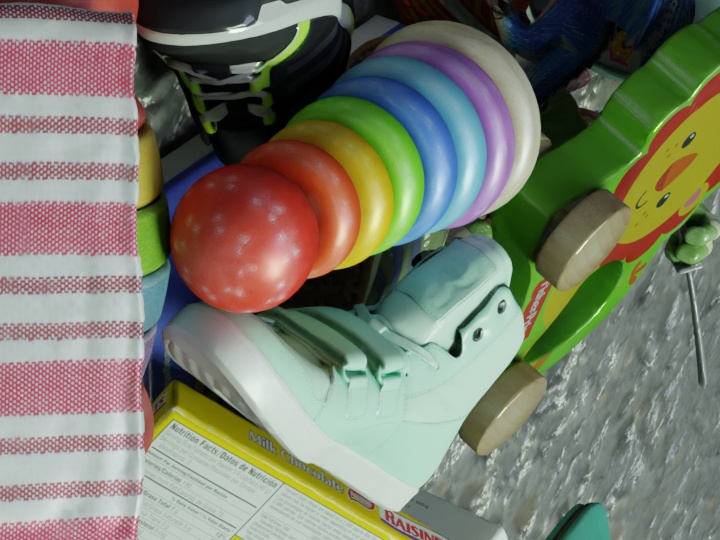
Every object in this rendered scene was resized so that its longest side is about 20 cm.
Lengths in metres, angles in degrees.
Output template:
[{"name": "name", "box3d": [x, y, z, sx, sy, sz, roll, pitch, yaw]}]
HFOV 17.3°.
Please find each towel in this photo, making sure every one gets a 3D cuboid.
[{"name": "towel", "box3d": [-0.145, 0.012, 0.782, 0.146, 0.030, 0.200, -1, 93, -22]}]

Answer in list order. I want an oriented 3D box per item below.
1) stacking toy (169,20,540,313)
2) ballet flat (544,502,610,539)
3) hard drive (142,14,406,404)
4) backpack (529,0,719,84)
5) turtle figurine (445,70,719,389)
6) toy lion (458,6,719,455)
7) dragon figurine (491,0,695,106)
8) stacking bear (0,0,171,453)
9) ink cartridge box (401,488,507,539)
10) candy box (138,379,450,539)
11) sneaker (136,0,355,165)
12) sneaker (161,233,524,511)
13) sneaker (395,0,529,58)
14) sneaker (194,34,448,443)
[{"name": "stacking toy", "box3d": [-0.005, -0.033, 0.916, 0.200, 0.085, 0.086, -36, 140, -56]}, {"name": "ballet flat", "box3d": [0.092, 0.200, 1.176, 0.200, 0.070, 0.067, -48, 147, -35]}, {"name": "hard drive", "box3d": [-0.044, -0.019, 1.088, 0.200, 0.025, 0.132, -39, 142, -43]}, {"name": "backpack", "box3d": [0.176, -0.182, 1.206, 0.153, 0.176, 0.200, 9, 104, -45]}, {"name": "turtle figurine", "box3d": [0.105, -0.015, 1.233, 0.194, 0.144, 0.200, 27, 82, -61]}, {"name": "toy lion", "box3d": [0.117, -0.029, 1.097, 0.192, 0.069, 0.200, -32, 156, -36]}, {"name": "dragon figurine", "box3d": [0.118, -0.121, 1.084, 0.059, 0.099, 0.200, 44, 60, -68]}, {"name": "stacking bear", "box3d": [-0.122, -0.034, 0.856, 0.114, 0.121, 0.200, -17, 118, -52]}, {"name": "ink cartridge box", "box3d": [-0.021, 0.214, 1.197, 0.200, 0.125, 0.129, -54, 150, -26]}, {"name": "candy box", "box3d": [-0.032, 0.132, 1.049, 0.102, 0.200, 0.026, -47, -155, 24]}, {"name": "sneaker", "box3d": [-0.038, -0.079, 0.950, 0.200, 0.072, 0.083, -19, 113, -75]}, {"name": "sneaker", "box3d": [0.000, 0.020, 0.955, 0.118, 0.074, 0.200, -53, 152, 0]}, {"name": "sneaker", "box3d": [0.035, -0.173, 1.092, 0.200, 0.073, 0.077, 72, 26, -57]}, {"name": "sneaker", "box3d": [0.000, 0.000, 1.077, 0.090, 0.067, 0.200, 39, 73, -57]}]
